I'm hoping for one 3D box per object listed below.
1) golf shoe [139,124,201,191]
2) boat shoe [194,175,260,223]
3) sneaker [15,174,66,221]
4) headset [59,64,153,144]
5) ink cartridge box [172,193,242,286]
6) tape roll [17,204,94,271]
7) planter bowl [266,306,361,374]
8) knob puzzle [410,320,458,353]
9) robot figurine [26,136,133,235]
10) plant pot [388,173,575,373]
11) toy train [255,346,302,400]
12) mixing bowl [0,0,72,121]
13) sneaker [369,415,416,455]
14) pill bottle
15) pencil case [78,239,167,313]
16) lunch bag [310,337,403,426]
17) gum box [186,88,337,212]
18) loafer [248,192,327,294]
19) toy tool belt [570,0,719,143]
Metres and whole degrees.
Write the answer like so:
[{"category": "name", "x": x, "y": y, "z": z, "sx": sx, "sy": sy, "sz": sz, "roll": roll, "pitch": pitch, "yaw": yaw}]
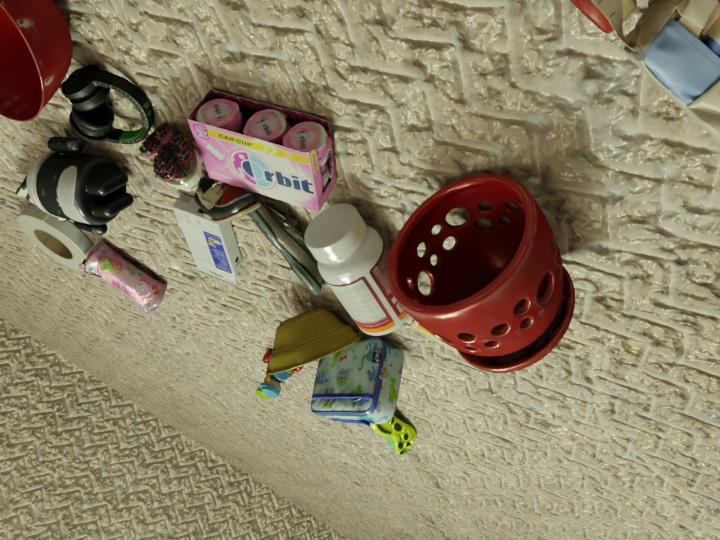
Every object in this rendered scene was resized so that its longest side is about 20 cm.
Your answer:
[{"category": "golf shoe", "x": -0.267, "y": -0.158, "z": 0.937, "sx": 0.092, "sy": 0.073, "sz": 0.200, "roll": 47, "pitch": 176, "yaw": -36}, {"category": "boat shoe", "x": -0.212, "y": -0.115, "z": 0.966, "sx": 0.199, "sy": 0.070, "sz": 0.064, "roll": 16, "pitch": 125, "yaw": 61}, {"category": "sneaker", "x": -0.629, "y": -0.163, "z": 1.280, "sx": 0.115, "sy": 0.077, "sz": 0.199, "roll": 35, "pitch": 158, "yaw": -29}, {"category": "headset", "x": -0.415, "y": -0.268, "z": 0.960, "sx": 0.196, "sy": 0.095, "sz": 0.124, "roll": 13, "pitch": 145, "yaw": -5}, {"category": "ink cartridge box", "x": -0.283, "y": -0.054, "z": 1.180, "sx": 0.098, "sy": 0.040, "sz": 0.202, "roll": 20, "pitch": 147, "yaw": 13}, {"category": "tape roll", "x": -0.733, "y": -0.076, "z": 1.509, "sx": 0.199, "sy": 0.037, "sz": 0.204, "roll": 21, "pitch": 149, "yaw": 13}, {"category": "planter bowl", "x": -0.103, "y": 0.125, "z": 1.212, "sx": 0.199, "sy": 0.198, "sz": 0.085, "roll": -19, "pitch": 92, "yaw": 50}, {"category": "knob puzzle", "x": 0.187, "y": 0.104, "z": 1.043, "sx": 0.216, "sy": 0.031, "sz": 0.221, "roll": 21, "pitch": 148, "yaw": 13}, {"category": "robot figurine", "x": -0.511, "y": -0.153, "z": 1.136, "sx": 0.196, "sy": 0.153, "sz": 0.124, "roll": 12, "pitch": 175, "yaw": 24}, {"category": "plant pot", "x": 0.161, "y": 0.012, "z": 0.773, "sx": 0.198, "sy": 0.203, "sz": 0.182, "roll": -6, "pitch": 144, "yaw": 43}, {"category": "toy train", "x": -0.219, "y": 0.264, "z": 1.521, "sx": 0.084, "sy": 0.117, "sz": 0.200, "roll": 34, "pitch": 149, "yaw": -11}, {"category": "mixing bowl", "x": -0.471, "y": -0.320, "z": 0.849, "sx": 0.197, "sy": 0.109, "sz": 0.203, "roll": 19, "pitch": 135, "yaw": 20}, {"category": "sneaker", "x": 0.072, "y": 0.383, "z": 1.528, "sx": 0.083, "sy": 0.074, "sz": 0.201, "roll": 31, "pitch": 164, "yaw": 50}, {"category": "pill bottle", "x": 0.000, "y": 0.000, "z": 0.962, "sx": 0.108, "sy": 0.111, "sz": 0.201, "roll": 1, "pitch": 140, "yaw": 37}, {"category": "pencil case", "x": -0.553, "y": 0.018, "z": 1.458, "sx": 0.199, "sy": 0.088, "sz": 0.087, "roll": 37, "pitch": 148, "yaw": -17}, {"category": "lunch bag", "x": -0.009, "y": 0.224, "z": 1.244, "sx": 0.082, "sy": 0.164, "sz": 0.198, "roll": 29, "pitch": 154, "yaw": -36}, {"category": "gum box", "x": -0.127, "y": -0.164, "z": 0.862, "sx": 0.196, "sy": 0.067, "sz": 0.114, "roll": 18, "pitch": 149, "yaw": 16}, {"category": "loafer", "x": -0.116, "y": -0.055, "z": 1.035, "sx": 0.201, "sy": 0.063, "sz": 0.072, "roll": 53, "pitch": 170, "yaw": -13}, {"category": "toy tool belt", "x": 0.270, "y": -0.197, "z": 0.475, "sx": 0.198, "sy": 0.126, "sz": 0.123, "roll": 34, "pitch": 118, "yaw": -16}]
